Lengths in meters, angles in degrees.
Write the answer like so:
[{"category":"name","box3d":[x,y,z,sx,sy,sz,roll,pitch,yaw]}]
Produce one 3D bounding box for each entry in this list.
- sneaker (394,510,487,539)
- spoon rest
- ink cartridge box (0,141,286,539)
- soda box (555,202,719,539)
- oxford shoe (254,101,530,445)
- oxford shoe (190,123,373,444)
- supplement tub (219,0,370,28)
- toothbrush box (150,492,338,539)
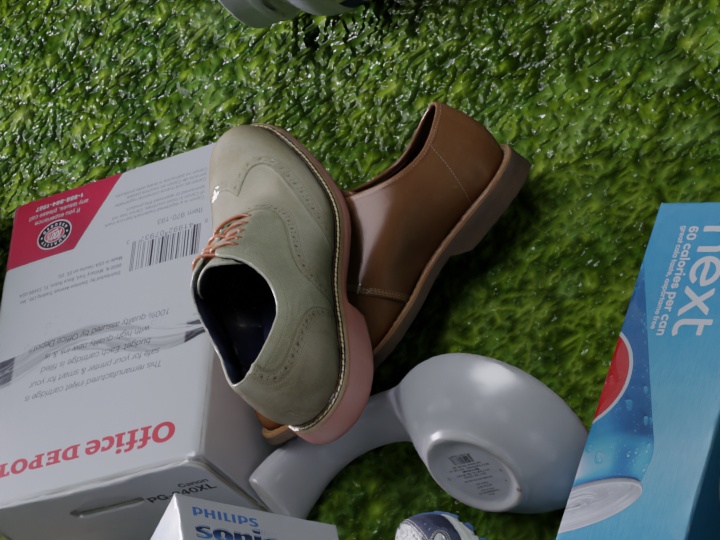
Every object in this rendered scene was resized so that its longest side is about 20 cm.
[{"category":"sneaker","box3d":[0.022,0.192,1.296,0.085,0.077,0.200,6,49,-13]},{"category":"spoon rest","box3d":[0.033,0.084,1.391,0.200,0.099,0.061,-13,34,44]},{"category":"ink cartridge box","box3d":[-0.116,0.048,1.518,0.145,0.083,0.200,-15,52,26]},{"category":"soda box","box3d":[0.153,0.068,1.326,0.068,0.064,0.200,1,59,36]},{"category":"oxford shoe","box3d":[0.000,0.000,1.467,0.200,0.071,0.071,-54,16,-13]},{"category":"oxford shoe","box3d":[-0.049,-0.007,1.418,0.071,0.074,0.200,-45,42,24]},{"category":"supplement tub","box3d":[0.005,-0.229,1.589,0.200,0.145,0.145,-23,48,21]},{"category":"toothbrush box","box3d":[-0.060,0.222,1.261,0.200,0.085,0.147,-102,33,-48]}]
